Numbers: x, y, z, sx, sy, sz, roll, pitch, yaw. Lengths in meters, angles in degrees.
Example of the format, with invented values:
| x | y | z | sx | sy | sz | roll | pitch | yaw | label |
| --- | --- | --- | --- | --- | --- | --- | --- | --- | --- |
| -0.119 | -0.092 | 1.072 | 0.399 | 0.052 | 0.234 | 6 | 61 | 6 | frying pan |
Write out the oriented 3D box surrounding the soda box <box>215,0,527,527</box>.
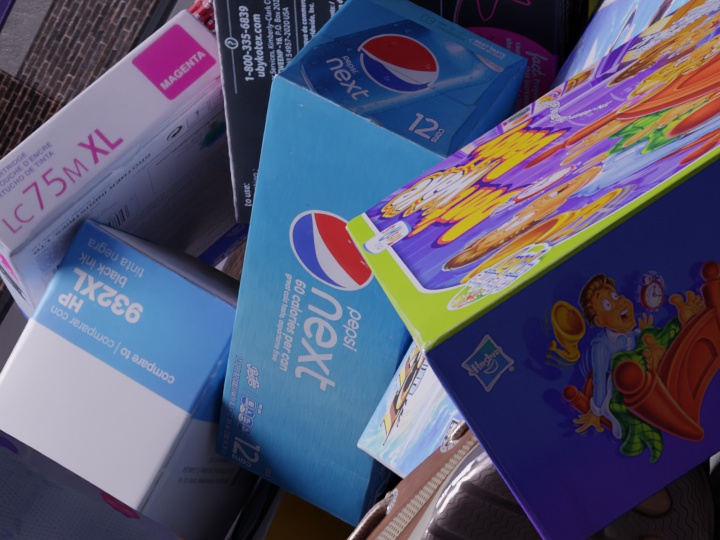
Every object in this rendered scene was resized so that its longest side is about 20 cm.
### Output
| x | y | z | sx | sy | sz | roll | pitch | yaw | label |
| --- | --- | --- | --- | --- | --- | --- | --- | --- | --- |
| 0.000 | 0.000 | 0.770 | 0.064 | 0.068 | 0.200 | -51 | -18 | -40 | soda box |

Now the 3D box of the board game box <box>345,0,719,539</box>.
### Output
| x | y | z | sx | sy | sz | roll | pitch | yaw | label |
| --- | --- | --- | --- | --- | --- | --- | --- | --- | --- |
| 0.070 | -0.017 | 0.457 | 0.134 | 0.045 | 0.200 | -33 | 8 | 0 | board game box |

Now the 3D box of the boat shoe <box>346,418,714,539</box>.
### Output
| x | y | z | sx | sy | sz | roll | pitch | yaw | label |
| --- | --- | --- | --- | --- | --- | --- | --- | --- | --- |
| 0.019 | 0.094 | 0.530 | 0.200 | 0.076 | 0.072 | -46 | 10 | 30 | boat shoe |

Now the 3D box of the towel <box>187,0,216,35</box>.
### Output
| x | y | z | sx | sy | sz | roll | pitch | yaw | label |
| --- | --- | --- | --- | --- | --- | --- | --- | --- | --- |
| -0.038 | -0.117 | 0.963 | 0.200 | 0.022 | 0.145 | -45 | -8 | 11 | towel |

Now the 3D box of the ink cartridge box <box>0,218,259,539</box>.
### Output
| x | y | z | sx | sy | sz | roll | pitch | yaw | label |
| --- | --- | --- | --- | --- | --- | --- | --- | --- | --- |
| -0.106 | 0.091 | 0.883 | 0.200 | 0.084 | 0.145 | -61 | -13 | 1 | ink cartridge box |

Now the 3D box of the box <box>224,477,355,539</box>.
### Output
| x | y | z | sx | sy | sz | roll | pitch | yaw | label |
| --- | --- | --- | --- | --- | --- | --- | --- | --- | --- |
| -0.034 | 0.116 | 0.923 | 0.200 | 0.041 | 0.119 | -63 | 7 | -35 | box |

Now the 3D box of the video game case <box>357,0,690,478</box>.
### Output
| x | y | z | sx | sy | sz | roll | pitch | yaw | label |
| --- | --- | --- | --- | --- | --- | --- | --- | --- | --- |
| 0.074 | -0.015 | 0.654 | 0.200 | 0.045 | 0.181 | -61 | 6 | -3 | video game case |

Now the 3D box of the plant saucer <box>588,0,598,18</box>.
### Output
| x | y | z | sx | sy | sz | roll | pitch | yaw | label |
| --- | --- | --- | --- | --- | --- | --- | --- | --- | --- |
| 0.052 | -0.131 | 0.988 | 0.200 | 0.048 | 0.200 | -12 | 46 | 53 | plant saucer |

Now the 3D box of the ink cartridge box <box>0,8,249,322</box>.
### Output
| x | y | z | sx | sy | sz | roll | pitch | yaw | label |
| --- | --- | --- | --- | --- | --- | --- | --- | --- | --- |
| -0.100 | -0.025 | 0.913 | 0.119 | 0.042 | 0.200 | -41 | -15 | -11 | ink cartridge box |

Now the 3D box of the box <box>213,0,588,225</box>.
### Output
| x | y | z | sx | sy | sz | roll | pitch | yaw | label |
| --- | --- | --- | --- | --- | --- | --- | --- | --- | --- |
| 0.017 | -0.120 | 0.788 | 0.115 | 0.132 | 0.200 | -73 | -14 | -45 | box |

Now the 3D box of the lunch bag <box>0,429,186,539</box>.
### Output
| x | y | z | sx | sy | sz | roll | pitch | yaw | label |
| --- | --- | --- | --- | --- | --- | --- | --- | --- | --- |
| -0.045 | 0.128 | 0.422 | 0.200 | 0.169 | 0.127 | -59 | 3 | 40 | lunch bag |
